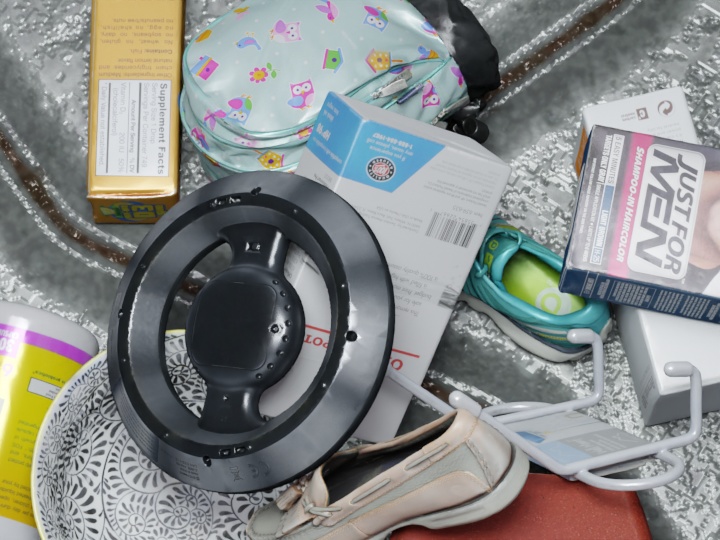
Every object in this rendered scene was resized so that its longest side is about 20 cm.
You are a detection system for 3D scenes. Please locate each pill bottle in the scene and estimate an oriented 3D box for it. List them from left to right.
[{"bbox_3d":[-0.242,0.126,1.421,0.104,0.104,0.200,11,75,4],"label":"pill bottle"}]

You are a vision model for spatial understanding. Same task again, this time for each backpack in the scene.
[{"bbox_3d":[-0.027,-0.128,1.459,0.200,0.127,0.167,-35,54,-14],"label":"backpack"}]

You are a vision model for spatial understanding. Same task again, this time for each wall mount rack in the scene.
[{"bbox_3d":[0.106,0.083,1.350,0.174,0.200,0.075,-9,103,-25],"label":"wall mount rack"}]

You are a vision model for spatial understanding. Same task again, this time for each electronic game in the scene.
[{"bbox_3d":[-0.069,0.036,1.328,0.200,0.042,0.200,-8,73,26],"label":"electronic game"}]

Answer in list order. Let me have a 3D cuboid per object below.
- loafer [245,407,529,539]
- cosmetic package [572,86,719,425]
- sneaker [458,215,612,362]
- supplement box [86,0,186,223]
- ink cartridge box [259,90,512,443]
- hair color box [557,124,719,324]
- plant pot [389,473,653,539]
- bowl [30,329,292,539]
[{"bbox_3d":[0.005,0.124,1.299,0.200,0.063,0.072,-20,32,34],"label":"loafer"},{"bbox_3d":[0.201,-0.008,1.452,0.071,0.101,0.200,-13,74,-2],"label":"cosmetic package"},{"bbox_3d":[0.083,-0.014,1.467,0.200,0.080,0.078,28,77,10],"label":"sneaker"},{"bbox_3d":[-0.154,-0.135,1.514,0.069,0.067,0.200,3,75,-1],"label":"supplement box"},{"bbox_3d":[0.000,0.000,1.395,0.116,0.067,0.200,17,104,-29],"label":"ink cartridge box"},{"bbox_3d":[0.232,-0.020,1.371,0.200,0.061,0.100,11,74,3],"label":"hair color box"},{"bbox_3d":[0.094,0.229,1.347,0.200,0.200,0.176,4,62,2],"label":"plant pot"},{"bbox_3d":[-0.119,0.146,1.408,0.201,0.094,0.201,5,72,-15],"label":"bowl"}]
